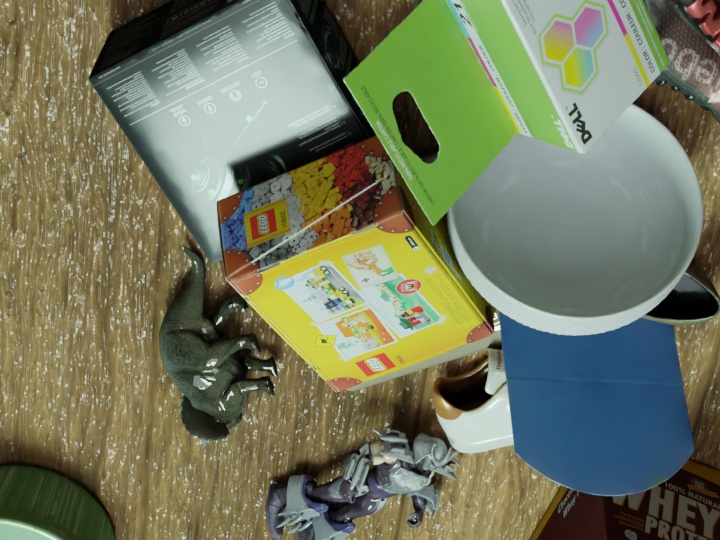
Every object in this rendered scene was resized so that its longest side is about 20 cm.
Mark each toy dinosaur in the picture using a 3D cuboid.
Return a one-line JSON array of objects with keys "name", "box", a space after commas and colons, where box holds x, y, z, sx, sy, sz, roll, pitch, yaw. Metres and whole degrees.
[{"name": "toy dinosaur", "box": [-0.133, 0.079, 1.376, 0.101, 0.077, 0.201, -18, 121, 7]}]

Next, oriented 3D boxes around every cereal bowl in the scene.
[{"name": "cereal bowl", "box": [0.163, -0.037, 1.230, 0.197, 0.202, 0.084, 6, 155, 1]}]

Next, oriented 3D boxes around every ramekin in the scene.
[{"name": "ramekin", "box": [-0.328, 0.283, 1.503, 0.197, 0.098, 0.202, 2, 122, 3]}]

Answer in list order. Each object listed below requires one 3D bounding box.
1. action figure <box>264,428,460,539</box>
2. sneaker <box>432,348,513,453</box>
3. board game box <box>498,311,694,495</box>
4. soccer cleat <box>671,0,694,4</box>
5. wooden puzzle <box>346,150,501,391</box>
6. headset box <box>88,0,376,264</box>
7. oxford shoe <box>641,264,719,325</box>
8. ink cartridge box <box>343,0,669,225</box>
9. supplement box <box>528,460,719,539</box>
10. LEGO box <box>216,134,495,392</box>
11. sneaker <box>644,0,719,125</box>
[{"name": "action figure", "box": [0.009, 0.202, 1.438, 0.199, 0.070, 0.130, -31, 133, 30]}, {"name": "sneaker", "box": [0.156, 0.101, 1.361, 0.198, 0.073, 0.085, -18, 129, 16]}, {"name": "board game box", "box": [0.190, 0.099, 1.310, 0.156, 0.202, 0.039, 3, 151, -13]}, {"name": "soccer cleat", "box": [0.184, -0.278, 1.107, 0.073, 0.068, 0.201, -39, 85, 8]}, {"name": "wooden puzzle", "box": [0.035, 0.007, 1.340, 0.183, 0.037, 0.201, -18, 118, 15]}, {"name": "headset box", "box": [-0.083, -0.125, 1.236, 0.173, 0.093, 0.201, -24, 117, 18]}, {"name": "oxford shoe", "box": [0.203, 0.000, 1.289, 0.197, 0.075, 0.071, 11, 93, -7]}, {"name": "ink cartridge box", "box": [0.106, -0.140, 1.096, 0.200, 0.075, 0.148, -46, 127, -16]}, {"name": "supplement box", "box": [0.232, 0.291, 1.401, 0.131, 0.201, 0.199, 20, 121, -8]}, {"name": "LEGO box", "box": [0.000, 0.000, 1.231, 0.147, 0.078, 0.200, -20, 144, 15]}, {"name": "sneaker", "box": [0.247, -0.168, 1.196, 0.097, 0.071, 0.201, -29, 113, 20]}]
